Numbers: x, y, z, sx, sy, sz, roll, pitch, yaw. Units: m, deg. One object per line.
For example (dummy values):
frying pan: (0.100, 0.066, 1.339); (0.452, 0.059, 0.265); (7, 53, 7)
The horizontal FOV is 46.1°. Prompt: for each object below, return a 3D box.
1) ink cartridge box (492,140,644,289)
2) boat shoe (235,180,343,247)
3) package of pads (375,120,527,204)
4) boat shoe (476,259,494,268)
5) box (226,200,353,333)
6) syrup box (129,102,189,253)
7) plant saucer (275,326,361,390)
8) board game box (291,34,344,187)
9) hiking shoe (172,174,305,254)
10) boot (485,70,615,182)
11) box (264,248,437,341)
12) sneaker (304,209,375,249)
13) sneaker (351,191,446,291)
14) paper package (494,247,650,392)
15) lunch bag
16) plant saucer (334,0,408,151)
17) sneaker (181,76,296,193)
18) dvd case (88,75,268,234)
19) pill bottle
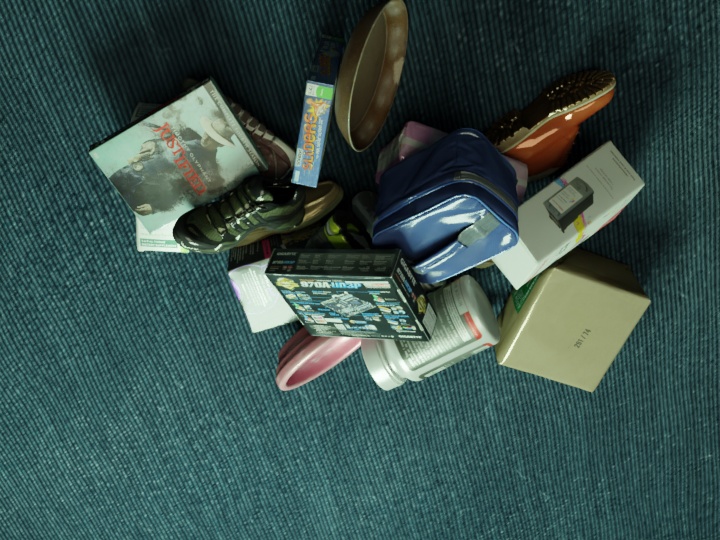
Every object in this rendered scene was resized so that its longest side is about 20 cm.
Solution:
ink cartridge box: (0.288, -0.075, 1.213); (0.199, 0.148, 0.086); (-36, 78, -10)
boat shoe: (-0.122, -0.095, 1.257); (0.197, 0.072, 0.065); (-20, 122, 9)
package of pads: (0.130, -0.140, 1.218); (0.197, 0.120, 0.077); (17, 78, -13)
boat shoe: (0.141, -0.059, 1.280); (0.198, 0.066, 0.075); (17, 76, -28)
box: (-0.091, -0.005, 1.293); (0.197, 0.107, 0.124); (-16, 121, 5)
syrup box: (-0.282, -0.133, 1.217); (0.077, 0.082, 0.202); (2, 122, -6)
plant saucer: (-0.056, 0.113, 1.345); (0.200, 0.200, 0.051); (-40, 75, 18)
board game box: (-0.054, -0.215, 1.114); (0.034, 0.201, 0.137); (10, 120, -3)
hiking shoe: (-0.162, -0.091, 1.150); (0.198, 0.076, 0.101); (-20, 152, -27)
boot: (0.289, -0.206, 1.226); (0.199, 0.076, 0.107); (-30, 122, 23)
box: (-0.011, 0.035, 1.161); (0.197, 0.046, 0.160); (1, 145, 28)
sneaker: (0.000, 0.000, 1.213); (0.080, 0.074, 0.200); (-26, 121, 29)
sneaker: (0.046, -0.032, 1.306); (0.081, 0.075, 0.200); (-29, 112, 33)
paper package: (0.334, 0.074, 1.375); (0.188, 0.104, 0.202); (16, 119, -14)
lunch bag: (0.105, -0.071, 1.115); (0.199, 0.134, 0.135); (-28, 130, 36)
plant saucer: (0.012, -0.259, 1.111); (0.034, 0.200, 0.203); (19, 121, 13)
sneaker: (-0.188, -0.171, 1.186); (0.199, 0.076, 0.116); (36, 90, -22)
dvd case: (-0.245, -0.152, 1.149); (0.198, 0.022, 0.147); (-26, 118, 10)
pill bottle: (0.106, 0.100, 1.314); (0.198, 0.115, 0.114); (-28, 119, 18)
